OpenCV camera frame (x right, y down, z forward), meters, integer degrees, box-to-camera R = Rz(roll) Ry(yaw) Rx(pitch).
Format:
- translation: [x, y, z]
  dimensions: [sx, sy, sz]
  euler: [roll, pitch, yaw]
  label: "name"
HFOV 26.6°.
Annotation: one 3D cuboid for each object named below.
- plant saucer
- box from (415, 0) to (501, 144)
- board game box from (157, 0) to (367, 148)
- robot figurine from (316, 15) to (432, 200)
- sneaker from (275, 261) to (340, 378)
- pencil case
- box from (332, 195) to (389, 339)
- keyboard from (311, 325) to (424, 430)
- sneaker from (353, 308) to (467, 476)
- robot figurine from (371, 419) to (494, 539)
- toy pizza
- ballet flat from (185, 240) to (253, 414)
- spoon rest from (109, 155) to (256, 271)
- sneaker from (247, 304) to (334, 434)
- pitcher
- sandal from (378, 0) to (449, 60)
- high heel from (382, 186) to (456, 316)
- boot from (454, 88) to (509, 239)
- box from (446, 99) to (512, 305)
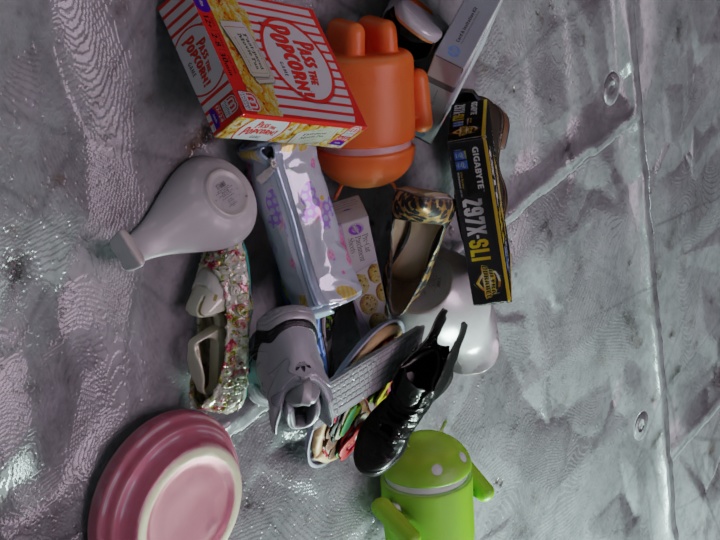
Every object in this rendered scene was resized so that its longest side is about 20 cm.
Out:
- translation: [-0.192, 0.245, 1.578]
  dimensions: [0.200, 0.051, 0.201]
  euler: [-25, 123, -45]
  label: "plant saucer"
- translation: [0.117, -0.257, 1.781]
  dimensions: [0.156, 0.041, 0.200]
  euler: [-62, 177, -21]
  label: "box"
- translation: [-0.095, -0.202, 1.530]
  dimensions: [0.200, 0.046, 0.152]
  euler: [-2, 62, -54]
  label: "board game box"
- translation: [0.002, -0.178, 1.680]
  dimensions: [0.144, 0.117, 0.200]
  euler: [-33, 125, -58]
  label: "robot figurine"
- translation: [-0.046, 0.051, 1.716]
  dimensions: [0.083, 0.071, 0.200]
  euler: [-18, 111, -43]
  label: "sneaker"
- translation: [-0.063, -0.051, 1.605]
  dimensions: [0.083, 0.091, 0.200]
  euler: [-18, 100, -4]
  label: "pencil case"
- translation: [0.000, 0.000, 1.748]
  dimensions: [0.041, 0.039, 0.200]
  euler: [-17, 137, -6]
  label: "box"
- translation: [0.011, 0.119, 1.710]
  dimensions: [0.200, 0.011, 0.056]
  euler: [-28, 131, -47]
  label: "keyboard"
- translation: [0.054, 0.141, 1.735]
  dimensions: [0.200, 0.060, 0.104]
  euler: [-52, 164, -10]
  label: "sneaker"
- translation: [0.085, 0.291, 1.922]
  dimensions: [0.175, 0.116, 0.200]
  euler: [-21, 116, -41]
  label: "robot figurine"
- translation: [0.002, 0.148, 1.779]
  dimensions: [0.200, 0.032, 0.200]
  euler: [-50, 160, -26]
  label: "toy pizza"
- translation: [-0.150, 0.058, 1.580]
  dimensions: [0.064, 0.076, 0.200]
  euler: [-12, 107, -41]
  label: "ballet flat"
- translation: [-0.178, -0.051, 1.516]
  dimensions: [0.200, 0.061, 0.099]
  euler: [-34, 94, -47]
  label: "spoon rest"
- translation: [-0.080, 0.127, 1.604]
  dimensions: [0.200, 0.075, 0.115]
  euler: [111, -31, -59]
  label: "sneaker"
- translation: [0.109, 0.024, 1.897]
  dimensions: [0.200, 0.121, 0.172]
  euler: [42, 44, -60]
  label: "pitcher"
- translation: [0.052, -0.273, 1.725]
  dimensions: [0.059, 0.079, 0.207]
  euler: [-50, -176, 15]
  label: "sandal"
- translation: [0.060, -0.019, 1.709]
  dimensions: [0.200, 0.071, 0.143]
  euler: [80, 22, -87]
  label: "high heel"
- translation: [0.137, -0.128, 1.894]
  dimensions: [0.097, 0.075, 0.200]
  euler: [36, 54, -58]
  label: "boot"
- translation: [0.138, -0.080, 1.750]
  dimensions: [0.160, 0.049, 0.200]
  euler: [-72, 153, -68]
  label: "box"
